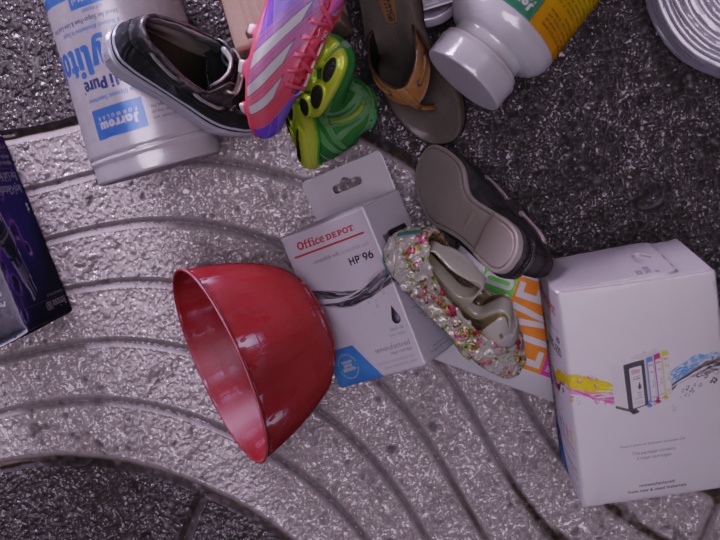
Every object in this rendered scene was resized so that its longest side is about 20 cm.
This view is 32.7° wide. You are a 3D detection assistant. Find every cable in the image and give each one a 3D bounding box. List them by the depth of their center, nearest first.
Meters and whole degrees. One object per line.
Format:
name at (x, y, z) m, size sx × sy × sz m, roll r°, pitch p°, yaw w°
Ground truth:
cable at (0.370, -0.282, 1.161) m, size 0.199 × 0.069 × 0.201 m, roll 40°, pitch 97°, yaw -1°

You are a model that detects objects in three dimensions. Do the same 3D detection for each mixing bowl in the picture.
mixing bowl at (-0.092, 0.072, 1.187) m, size 0.107 × 0.200 × 0.203 m, roll -23°, pitch 95°, yaw -20°

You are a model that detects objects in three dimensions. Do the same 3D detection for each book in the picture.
book at (0.174, 0.053, 1.228) m, size 0.197 × 0.048 × 0.136 m, roll 18°, pitch 100°, yaw -1°

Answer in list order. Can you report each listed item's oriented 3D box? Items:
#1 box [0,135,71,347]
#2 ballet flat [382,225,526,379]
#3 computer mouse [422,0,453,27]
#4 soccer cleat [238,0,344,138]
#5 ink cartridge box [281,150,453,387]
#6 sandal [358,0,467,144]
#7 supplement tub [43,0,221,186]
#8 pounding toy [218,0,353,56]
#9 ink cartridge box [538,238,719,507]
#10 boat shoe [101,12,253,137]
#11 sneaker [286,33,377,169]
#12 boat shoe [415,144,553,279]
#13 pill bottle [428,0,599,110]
box at (-0.383, -0.022, 1.202) m, size 0.103 × 0.148 × 0.203 m, roll -21°, pitch 96°, yaw 5°
ballet flat at (0.101, 0.031, 1.145) m, size 0.199 × 0.076 × 0.063 m, roll 40°, pitch 136°, yaw -25°
computer mouse at (0.043, -0.332, 1.193) m, size 0.108 × 0.044 × 0.204 m, roll -14°, pitch 90°, yaw 1°
soccer cleat at (-0.052, -0.206, 1.038) m, size 0.075 × 0.067 × 0.203 m, roll 16°, pitch 105°, yaw 13°
ink cartridge box at (0.000, 0.000, 1.194) m, size 0.115 × 0.068 × 0.203 m, roll -19°, pitch 95°, yaw 38°
sandal at (0.042, -0.202, 1.168) m, size 0.080 × 0.055 × 0.202 m, roll -2°, pitch 127°, yaw 26°
supplement tub at (-0.219, -0.195, 1.179) m, size 0.130 × 0.132 × 0.203 m, roll -15°, pitch 94°, yaw 5°
pounding toy at (-0.103, -0.295, 1.125) m, size 0.140 × 0.200 × 0.187 m, roll -15°, pitch 95°, yaw 6°
ink cartridge box at (0.251, 0.089, 1.137) m, size 0.142 × 0.147 × 0.204 m, roll -8°, pitch 101°, yaw 3°
boat shoe at (-0.138, -0.174, 1.114) m, size 0.070 × 0.198 × 0.073 m, roll -10°, pitch 71°, yaw 44°
sneaker at (-0.025, -0.167, 1.149) m, size 0.082 × 0.200 × 0.075 m, roll -21°, pitch 75°, yaw -13°
boat shoe at (0.114, -0.052, 1.168) m, size 0.056 × 0.201 × 0.067 m, roll 18°, pitch 113°, yaw -36°
pill bottle at (0.155, -0.253, 1.138) m, size 0.112 × 0.113 × 0.201 m, roll 39°, pitch 85°, yaw -1°
